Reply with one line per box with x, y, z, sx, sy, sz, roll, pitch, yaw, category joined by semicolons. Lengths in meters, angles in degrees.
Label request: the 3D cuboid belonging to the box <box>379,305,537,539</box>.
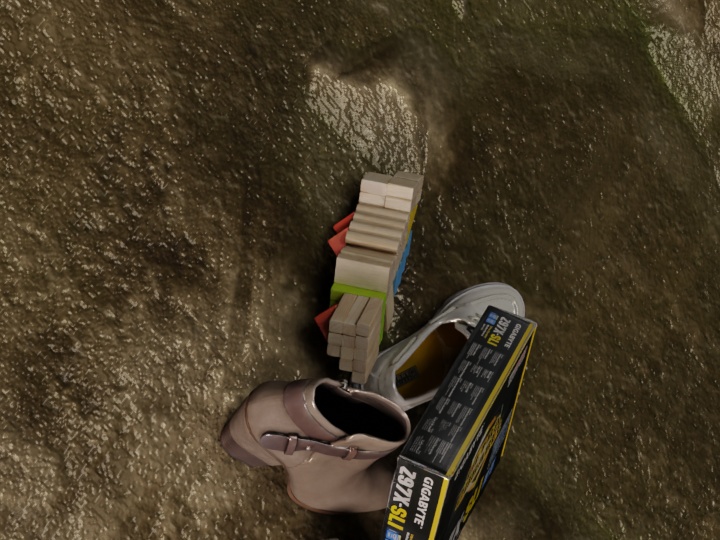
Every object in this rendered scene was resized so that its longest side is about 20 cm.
0.074;0.150;1.643;0.049;0.161;0.200;23;42;11;box

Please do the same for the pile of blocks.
0.000;0.000;1.710;0.062;0.082;0.201;12;56;10;pile of blocks

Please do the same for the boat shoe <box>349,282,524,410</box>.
0.080;0.064;1.739;0.199;0.070;0.071;-27;97;-37;boat shoe

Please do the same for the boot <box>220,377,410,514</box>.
-0.010;0.138;1.607;0.199;0.146;0.071;19;63;-33;boot

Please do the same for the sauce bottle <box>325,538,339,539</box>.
0.000;0.313;1.632;0.064;0.065;0.202;-22;95;-37;sauce bottle
